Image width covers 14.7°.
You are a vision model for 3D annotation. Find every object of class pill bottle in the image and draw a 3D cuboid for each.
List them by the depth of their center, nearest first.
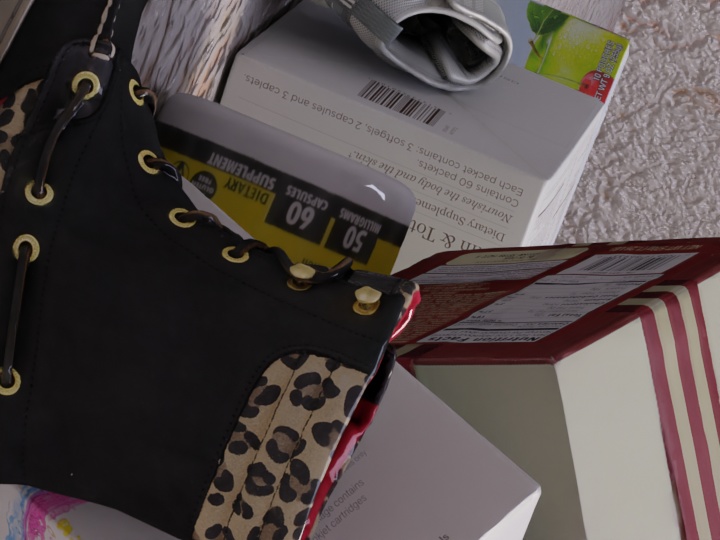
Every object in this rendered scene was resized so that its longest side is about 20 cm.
[{"bbox_3d":[-0.063,0.040,1.107,0.111,0.111,0.201,17,95,-83],"label":"pill bottle"}]

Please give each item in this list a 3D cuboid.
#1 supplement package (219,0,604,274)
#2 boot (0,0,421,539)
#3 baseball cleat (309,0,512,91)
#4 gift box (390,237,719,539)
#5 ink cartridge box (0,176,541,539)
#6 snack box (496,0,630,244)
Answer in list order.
[{"bbox_3d":[0.000,0.000,1.299,0.151,0.151,0.201,-50,161,-68],"label":"supplement package"},{"bbox_3d":[-0.054,-0.014,0.826,0.073,0.150,0.201,94,20,-70],"label":"boot"},{"bbox_3d":[0.039,-0.129,1.291,0.070,0.106,0.200,-49,166,31],"label":"baseball cleat"},{"bbox_3d":[0.079,0.095,1.033,0.200,0.184,0.188,-21,105,-45],"label":"gift box"},{"bbox_3d":[-0.065,0.074,0.906,0.125,0.200,0.129,-39,158,-31],"label":"ink cartridge box"},{"bbox_3d":[0.046,-0.057,1.526,0.053,0.142,0.201,4,107,-84],"label":"snack box"}]
